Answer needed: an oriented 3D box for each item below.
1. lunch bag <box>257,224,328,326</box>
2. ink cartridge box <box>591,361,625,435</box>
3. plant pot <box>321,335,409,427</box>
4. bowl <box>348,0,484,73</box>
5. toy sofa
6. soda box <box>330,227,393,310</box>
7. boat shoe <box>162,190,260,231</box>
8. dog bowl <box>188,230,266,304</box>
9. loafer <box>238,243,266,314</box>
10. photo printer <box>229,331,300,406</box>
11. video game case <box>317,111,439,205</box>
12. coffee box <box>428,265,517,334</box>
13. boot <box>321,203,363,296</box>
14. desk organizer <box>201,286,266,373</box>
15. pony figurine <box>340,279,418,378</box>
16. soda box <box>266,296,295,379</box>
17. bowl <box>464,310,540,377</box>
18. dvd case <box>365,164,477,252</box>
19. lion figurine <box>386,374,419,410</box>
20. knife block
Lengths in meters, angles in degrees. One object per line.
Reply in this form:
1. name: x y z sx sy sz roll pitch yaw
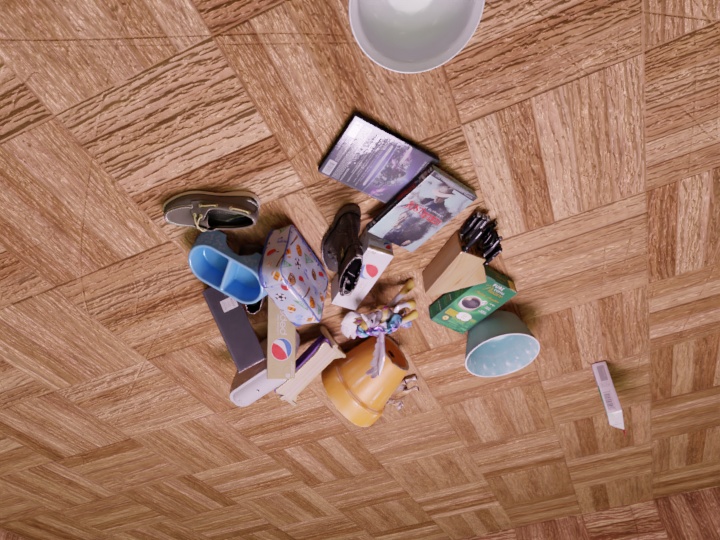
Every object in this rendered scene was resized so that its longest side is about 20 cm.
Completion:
1. lunch bag: -0.138 0.012 1.212 0.074 0.163 0.202 -12 135 19
2. ink cartridge box: 0.752 0.397 1.711 0.049 0.164 0.202 -15 138 15
3. plant pot: 0.025 0.274 1.500 0.183 0.202 0.199 -44 127 17
4. bowl: 0.077 -0.405 0.824 0.195 0.092 0.204 -3 139 -3
5. toy sofa: -0.143 0.240 1.453 0.200 0.083 0.098 -45 134 1
6. soda box: 0.000 0.000 1.278 0.066 0.065 0.201 15 134 -21
7. boat shoe: -0.299 -0.114 1.126 0.195 0.061 0.073 -4 138 -1
8. dog bowl: -0.277 -0.002 1.201 0.196 0.050 0.113 29 123 -1
9. loafer: -0.236 0.024 1.275 0.071 0.072 0.203 -1 138 -4
10. photo printer: -0.252 0.250 1.453 0.198 0.168 0.069 -35 113 30
11. video game case: 0.035 -0.205 1.092 0.196 0.019 0.143 20 132 -27
12. coffee box: 0.276 0.075 1.401 0.121 0.045 0.200 23 131 -28
13. boot: -0.038 -0.018 1.170 0.067 0.177 0.202 7 137 -13
14. desk organizer: -0.295 0.127 1.320 0.070 0.204 0.077 -25 -178 -13
15. pony figurine: 0.045 0.130 1.353 0.197 0.167 0.196 -26 149 -32
16. soda box: -0.184 0.149 1.321 0.066 0.207 0.064 1 172 -7
17. bowl: 0.357 0.180 1.474 0.194 0.107 0.203 -5 141 -4
18. dvd case: 0.126 -0.122 1.173 0.144 0.022 0.199 21 131 -39
19. lion figurine: 0.097 0.338 1.639 0.120 0.074 0.200 -22 143 16
20. knife block: 0.219 -0.040 1.257 0.195 0.065 0.177 -15 136 11
